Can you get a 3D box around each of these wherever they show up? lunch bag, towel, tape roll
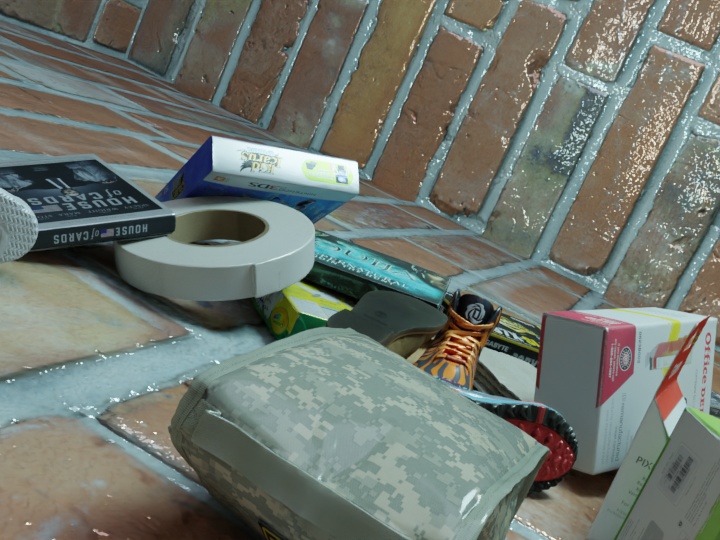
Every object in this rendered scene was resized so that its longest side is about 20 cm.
[{"bbox_3d":[0.001,0.116,0.475,0.164,0.118,0.200,30,7,20],"label":"lunch bag"},{"bbox_3d":[0.192,0.145,0.986,0.132,0.035,0.200,22,12,-25],"label":"towel"},{"bbox_3d":[-0.145,-0.027,0.845,0.202,0.037,0.203,2,23,-1],"label":"tape roll"}]

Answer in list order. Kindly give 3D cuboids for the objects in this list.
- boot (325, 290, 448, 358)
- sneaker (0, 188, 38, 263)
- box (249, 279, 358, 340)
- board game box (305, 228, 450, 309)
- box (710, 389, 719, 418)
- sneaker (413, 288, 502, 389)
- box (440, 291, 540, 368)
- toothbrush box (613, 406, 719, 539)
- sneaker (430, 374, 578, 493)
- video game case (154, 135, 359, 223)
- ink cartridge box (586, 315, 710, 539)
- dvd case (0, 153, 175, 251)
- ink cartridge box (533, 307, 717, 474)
[{"bbox_3d":[0.018,0.070,0.797,0.073,0.076,0.200,26,21,24],"label":"boot"},{"bbox_3d":[-0.360,-0.066,0.659,0.199,0.075,0.115,13,18,-34],"label":"sneaker"},{"bbox_3d":[-0.055,0.039,0.910,0.117,0.049,0.200,19,14,-26],"label":"box"},{"bbox_3d":[0.000,0.000,0.957,0.199,0.028,0.135,20,16,7],"label":"board game box"},{"bbox_3d":[0.526,0.208,1.375,0.200,0.050,0.158,16,14,-38],"label":"box"},{"bbox_3d":[0.097,0.078,0.877,0.077,0.112,0.200,25,11,2],"label":"sneaker"},{"bbox_3d":[0.204,0.099,1.197,0.199,0.049,0.160,20,13,-22],"label":"box"},{"bbox_3d":[0.305,0.210,0.616,0.199,0.146,0.086,22,10,-10],"label":"toothbrush box"},{"bbox_3d":[0.099,0.128,0.740,0.199,0.080,0.096,22,9,-17],"label":"sneaker"},{"bbox_3d":[-0.128,-0.088,0.997,0.181,0.046,0.200,6,-19,-30],"label":"video game case"},{"bbox_3d":[0.271,0.140,0.726,0.050,0.201,0.162,29,12,24],"label":"ink cartridge box"},{"bbox_3d":[-0.296,-0.072,0.831,0.150,0.025,0.200,-11,29,-38],"label":"dvd case"},{"bbox_3d":[0.276,0.116,0.868,0.199,0.146,0.083,-1,7,-38],"label":"ink cartridge box"}]
